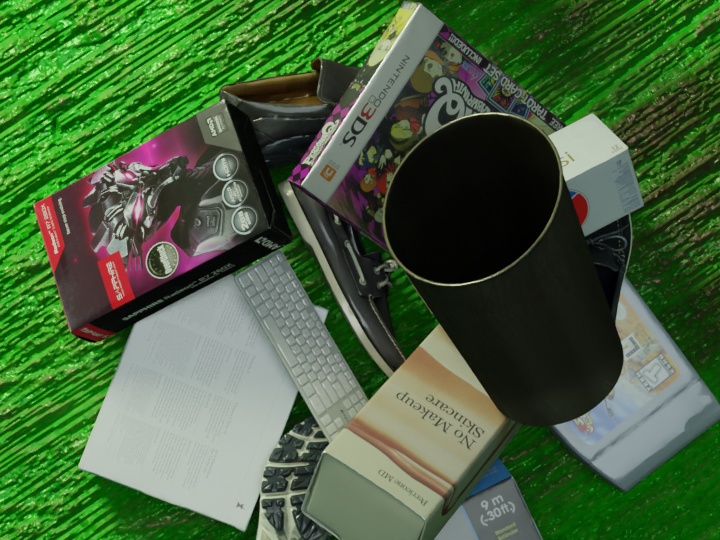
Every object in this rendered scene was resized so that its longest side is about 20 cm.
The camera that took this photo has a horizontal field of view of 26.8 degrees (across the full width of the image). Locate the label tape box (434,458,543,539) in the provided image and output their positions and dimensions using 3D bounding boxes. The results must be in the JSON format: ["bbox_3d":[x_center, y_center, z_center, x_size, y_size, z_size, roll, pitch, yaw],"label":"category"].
[{"bbox_3d":[0.076,0.235,1.281,0.143,0.066,0.200,-25,90,-5],"label":"label tape box"}]

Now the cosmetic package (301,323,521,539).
[{"bbox_3d":[0.054,0.136,1.215,0.103,0.087,0.200,32,47,13],"label":"cosmetic package"}]

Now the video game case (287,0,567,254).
[{"bbox_3d":[0.065,-0.095,1.274,0.200,0.036,0.182,36,86,-27],"label":"video game case"}]

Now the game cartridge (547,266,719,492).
[{"bbox_3d":[0.207,0.085,1.314,0.133,0.042,0.200,-37,89,-9],"label":"game cartridge"}]

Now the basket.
[{"bbox_3d":[0.116,0.012,1.132,0.136,0.181,0.200,-19,131,13],"label":"basket"}]

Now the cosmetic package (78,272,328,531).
[{"bbox_3d":[-0.131,0.100,1.282,0.150,0.052,0.201,21,85,-1],"label":"cosmetic package"}]

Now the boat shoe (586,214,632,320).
[{"bbox_3d":[0.191,-0.008,1.270,0.074,0.062,0.201,5,73,7],"label":"boat shoe"}]

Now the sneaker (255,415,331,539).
[{"bbox_3d":[-0.060,0.219,1.266,0.077,0.086,0.201,19,71,-5],"label":"sneaker"}]

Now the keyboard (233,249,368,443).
[{"bbox_3d":[-0.036,0.080,1.250,0.056,0.011,0.200,-35,96,-45],"label":"keyboard"}]

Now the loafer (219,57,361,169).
[{"bbox_3d":[-0.024,-0.147,1.283,0.199,0.073,0.072,-19,128,-6],"label":"loafer"}]

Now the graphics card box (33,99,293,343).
[{"bbox_3d":[-0.165,-0.039,1.241,0.200,0.051,0.126,-25,69,15],"label":"graphics card box"}]

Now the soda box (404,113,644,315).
[{"bbox_3d":[0.125,-0.047,1.231,0.200,0.068,0.064,-27,128,-4],"label":"soda box"}]

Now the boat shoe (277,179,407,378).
[{"bbox_3d":[0.000,0.000,1.288,0.063,0.073,0.200,-29,84,-2],"label":"boat shoe"}]
